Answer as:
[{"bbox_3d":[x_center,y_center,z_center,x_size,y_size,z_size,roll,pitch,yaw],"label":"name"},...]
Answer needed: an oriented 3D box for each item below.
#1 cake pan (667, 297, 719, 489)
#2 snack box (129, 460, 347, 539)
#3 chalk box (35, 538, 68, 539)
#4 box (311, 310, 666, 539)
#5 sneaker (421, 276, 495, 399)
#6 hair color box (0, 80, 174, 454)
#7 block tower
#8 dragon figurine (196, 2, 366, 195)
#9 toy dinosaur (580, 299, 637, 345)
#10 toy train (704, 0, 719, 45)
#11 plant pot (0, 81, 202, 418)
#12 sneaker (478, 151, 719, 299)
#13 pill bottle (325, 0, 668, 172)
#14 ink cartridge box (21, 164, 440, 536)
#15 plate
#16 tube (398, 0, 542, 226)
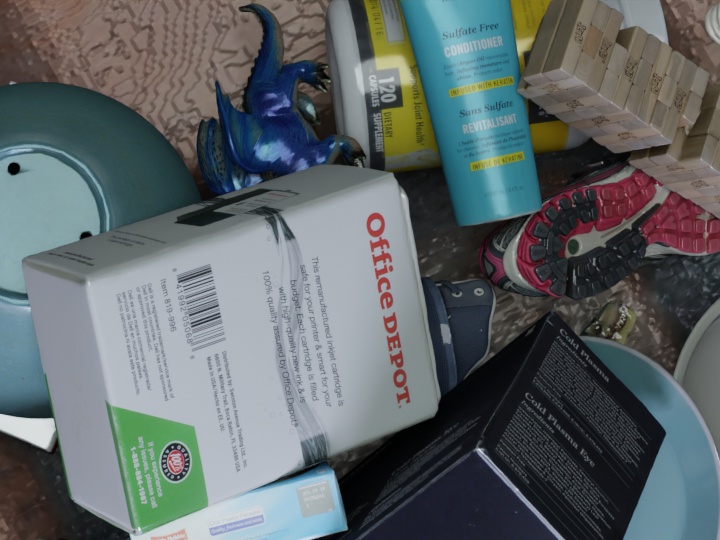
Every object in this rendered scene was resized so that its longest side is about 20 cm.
[{"bbox_3d":[0.271,0.098,1.455,0.200,0.037,0.200,3,80,-19],"label":"cake pan"},{"bbox_3d":[-0.074,0.135,1.372,0.116,0.200,0.037,-14,92,-5],"label":"snack box"},{"bbox_3d":[-0.145,0.229,1.358,0.124,0.200,0.124,19,84,0],"label":"chalk box"},{"bbox_3d":[0.054,0.147,1.343,0.104,0.182,0.200,47,119,-6],"label":"box"},{"bbox_3d":[0.000,0.001,1.459,0.146,0.077,0.202,-11,71,-17],"label":"sneaker"},{"bbox_3d":[-0.200,0.000,1.450,0.111,0.064,0.200,22,82,-2],"label":"hair color box"},{"bbox_3d":[0.181,-0.090,1.394,0.200,0.054,0.058,31,69,-28],"label":"block tower"},{"bbox_3d":[-0.062,-0.079,1.406,0.099,0.059,0.200,-15,70,-21],"label":"dragon figurine"},{"bbox_3d":[0.165,0.121,1.469,0.088,0.047,0.200,10,88,2],"label":"toy dinosaur"},{"bbox_3d":[0.221,-0.240,1.507,0.150,0.056,0.200,-31,83,-5],"label":"toy train"},{"bbox_3d":[-0.185,-0.018,1.354,0.200,0.135,0.200,0,84,-5],"label":"plant pot"},{"bbox_3d":[0.160,-0.038,1.454,0.200,0.075,0.081,-18,97,-32],"label":"sneaker"},{"bbox_3d":[0.083,-0.124,1.454,0.200,0.112,0.112,-8,84,-4],"label":"pill bottle"},{"bbox_3d":[-0.067,0.037,1.295,0.200,0.083,0.147,-18,108,-30],"label":"ink cartridge box"},{"bbox_3d":[0.135,0.139,1.426,0.200,0.026,0.200,-2,86,37],"label":"plate"},{"bbox_3d":[0.061,-0.127,1.376,0.077,0.050,0.200,-14,94,-17],"label":"tube"}]
